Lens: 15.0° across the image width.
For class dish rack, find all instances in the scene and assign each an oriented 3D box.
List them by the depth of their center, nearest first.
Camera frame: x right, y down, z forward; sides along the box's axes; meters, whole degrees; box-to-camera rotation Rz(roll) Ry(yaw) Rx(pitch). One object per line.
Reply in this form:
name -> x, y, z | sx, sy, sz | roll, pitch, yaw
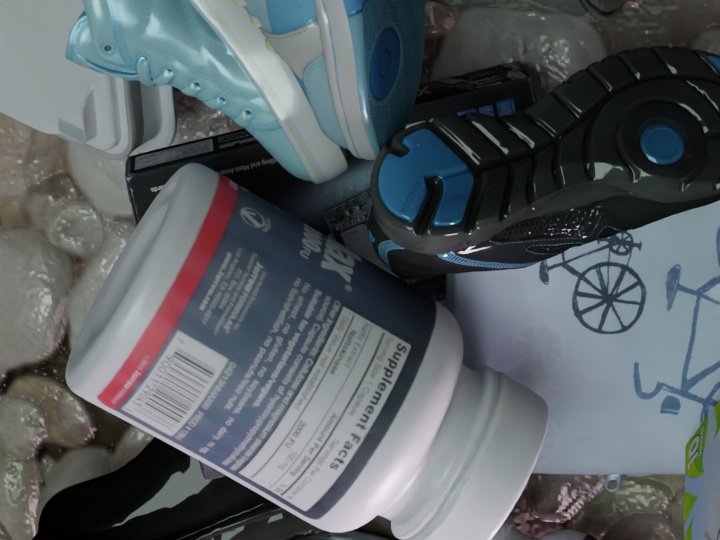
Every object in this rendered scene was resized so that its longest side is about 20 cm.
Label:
dish rack -> -0.170, -0.150, 1.343 | 0.171, 0.044, 0.200 | 25, 138, 28

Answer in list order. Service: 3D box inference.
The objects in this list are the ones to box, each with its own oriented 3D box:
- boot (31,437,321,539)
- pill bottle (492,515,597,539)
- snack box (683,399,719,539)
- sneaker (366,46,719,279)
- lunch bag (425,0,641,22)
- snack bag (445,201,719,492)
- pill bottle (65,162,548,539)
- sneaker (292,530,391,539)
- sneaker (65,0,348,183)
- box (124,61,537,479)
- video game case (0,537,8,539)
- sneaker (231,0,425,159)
boot -> -0.094, 0.066, 1.413 | 0.210, 0.079, 0.158 | -17, 105, 13
pill bottle -> 0.119, 0.199, 1.351 | 0.200, 0.116, 0.117 | 28, 118, 10
snack box -> 0.192, 0.117, 1.198 | 0.053, 0.200, 0.142 | 18, 134, -10
sneaker -> 0.096, -0.046, 1.229 | 0.199, 0.082, 0.073 | -11, 69, -11
lunch bag -> 0.026, -0.192, 1.236 | 0.199, 0.139, 0.168 | 6, 128, 25
snack bag -> 0.133, 0.016, 1.295 | 0.199, 0.021, 0.189 | 0, 112, 0
pill bottle -> -0.021, 0.049, 1.243 | 0.200, 0.120, 0.120 | 30, 120, -11
sneaker -> -0.051, 0.180, 1.447 | 0.199, 0.071, 0.073 | 0, 109, 22
sneaker -> -0.089, -0.108, 1.246 | 0.082, 0.074, 0.200 | -38, 96, 6
box -> 0.000, 0.000, 1.322 | 0.199, 0.050, 0.158 | -13, 105, -2
video game case -> -0.136, 0.193, 1.443 | 0.143, 0.017, 0.200 | 12, 156, 23
sneaker -> -0.049, -0.139, 1.178 | 0.130, 0.080, 0.200 | 5, 129, 24
